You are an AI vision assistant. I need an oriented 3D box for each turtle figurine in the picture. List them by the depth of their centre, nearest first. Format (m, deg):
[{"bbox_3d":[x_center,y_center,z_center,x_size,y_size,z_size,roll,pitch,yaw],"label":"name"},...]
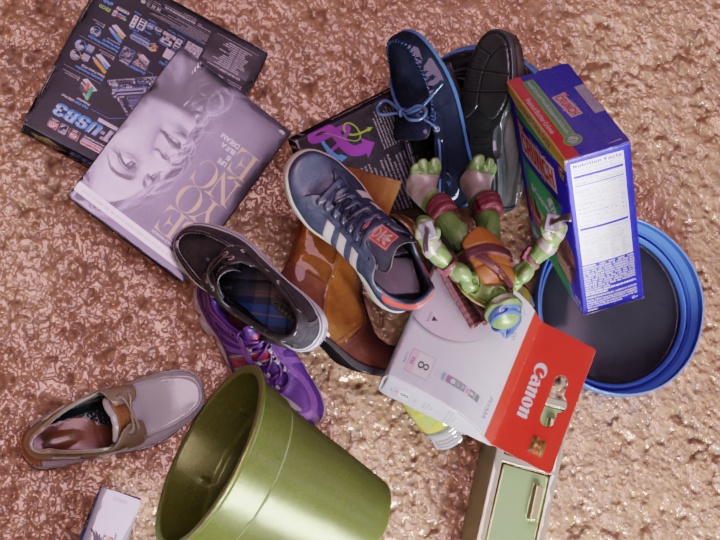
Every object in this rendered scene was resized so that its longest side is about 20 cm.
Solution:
[{"bbox_3d":[0.125,-0.053,1.628,0.143,0.200,0.195,-27,48,3],"label":"turtle figurine"}]

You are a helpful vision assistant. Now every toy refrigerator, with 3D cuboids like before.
[{"bbox_3d":[0.165,0.232,1.752,0.075,0.070,0.202,17,77,-10],"label":"toy refrigerator"}]

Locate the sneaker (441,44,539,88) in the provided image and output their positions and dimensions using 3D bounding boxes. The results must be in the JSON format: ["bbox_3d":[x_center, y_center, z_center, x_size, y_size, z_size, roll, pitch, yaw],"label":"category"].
[{"bbox_3d":[0.172,-0.181,1.816,0.199,0.071,0.083,32,65,-9],"label":"sneaker"}]

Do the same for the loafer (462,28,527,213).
[{"bbox_3d":[0.152,-0.160,1.774,0.063,0.071,0.202,-6,105,-45],"label":"loafer"}]

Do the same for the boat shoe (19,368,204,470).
[{"bbox_3d":[-0.249,0.154,1.667,0.198,0.068,0.075,-22,87,-16],"label":"boat shoe"}]

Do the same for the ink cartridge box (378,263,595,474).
[{"bbox_3d":[0.138,0.092,1.686,0.198,0.057,0.163,24,62,2],"label":"ink cartridge box"}]

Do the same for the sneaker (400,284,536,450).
[{"bbox_3d":[0.114,0.088,1.751,0.090,0.078,0.201,38,75,-17],"label":"sneaker"}]

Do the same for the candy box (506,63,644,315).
[{"bbox_3d":[0.224,-0.085,1.696,0.076,0.170,0.201,-17,127,-6],"label":"candy box"}]

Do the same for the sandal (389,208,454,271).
[{"bbox_3d":[0.033,-0.037,1.738,0.199,0.055,0.082,21,95,-28],"label":"sandal"}]

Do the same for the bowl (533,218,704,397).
[{"bbox_3d":[0.285,0.041,1.826,0.198,0.039,0.203,2,81,-13],"label":"bowl"}]

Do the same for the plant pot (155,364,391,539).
[{"bbox_3d":[-0.076,0.226,1.651,0.189,0.200,0.201,29,75,-20],"label":"plant pot"}]

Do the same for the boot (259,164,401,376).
[{"bbox_3d":[0.000,0.000,1.697,0.187,0.068,0.202,19,86,-22],"label":"boot"}]

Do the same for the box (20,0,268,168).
[{"bbox_3d":[-0.228,-0.189,1.737,0.199,0.050,0.200,27,77,-8],"label":"box"}]

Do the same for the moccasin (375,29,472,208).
[{"bbox_3d":[0.069,-0.151,1.720,0.068,0.080,0.202,-30,106,-28],"label":"moccasin"}]

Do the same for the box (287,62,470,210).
[{"bbox_3d":[0.035,-0.120,1.776,0.199,0.036,0.144,-27,106,-17],"label":"box"}]

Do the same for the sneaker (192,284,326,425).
[{"bbox_3d":[-0.108,0.085,1.704,0.080,0.083,0.201,-37,92,-15],"label":"sneaker"}]

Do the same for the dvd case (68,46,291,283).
[{"bbox_3d":[-0.187,-0.111,1.704,0.148,0.016,0.201,37,77,-8],"label":"dvd case"}]

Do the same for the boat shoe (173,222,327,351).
[{"bbox_3d":[-0.120,0.013,1.621,0.200,0.066,0.070,40,98,24],"label":"boat shoe"}]

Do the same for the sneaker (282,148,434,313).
[{"bbox_3d":[0.006,-0.041,1.615,0.075,0.084,0.200,-47,108,-14],"label":"sneaker"}]

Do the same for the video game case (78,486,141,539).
[{"bbox_3d":[-0.264,0.304,1.572,0.045,0.200,0.183,19,77,-6],"label":"video game case"}]
